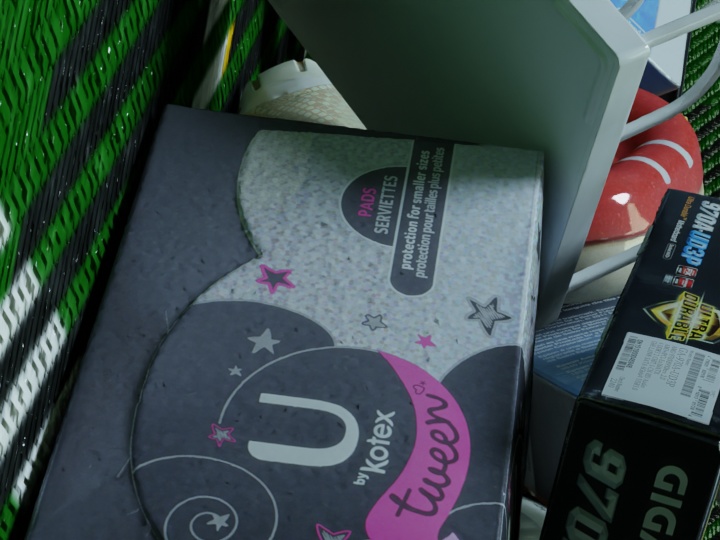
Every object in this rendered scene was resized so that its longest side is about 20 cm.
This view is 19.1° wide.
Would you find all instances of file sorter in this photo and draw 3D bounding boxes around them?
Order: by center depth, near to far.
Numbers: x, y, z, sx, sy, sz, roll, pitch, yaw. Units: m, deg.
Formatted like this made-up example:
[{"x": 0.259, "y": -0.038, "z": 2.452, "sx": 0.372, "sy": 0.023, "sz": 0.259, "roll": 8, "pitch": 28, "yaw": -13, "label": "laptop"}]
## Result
[{"x": 0.064, "y": -0.112, "z": 0.753, "sx": 0.200, "sy": 0.124, "sz": 0.139, "roll": 54, "pitch": -27, "yaw": 28, "label": "file sorter"}]

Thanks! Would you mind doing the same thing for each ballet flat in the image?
[{"x": -0.029, "y": -0.056, "z": 0.895, "sx": 0.200, "sy": 0.067, "sz": 0.063, "roll": 89, "pitch": -19, "yaw": -85, "label": "ballet flat"}]

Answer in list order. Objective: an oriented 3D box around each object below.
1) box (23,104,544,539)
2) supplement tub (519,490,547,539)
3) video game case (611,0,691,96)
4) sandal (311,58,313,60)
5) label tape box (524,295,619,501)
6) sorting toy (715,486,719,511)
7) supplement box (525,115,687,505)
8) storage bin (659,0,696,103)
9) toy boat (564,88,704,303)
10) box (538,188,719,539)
[{"x": -0.015, "y": 0.057, "z": 0.647, "sx": 0.200, "sy": 0.132, "sz": 0.115, "roll": -79, "pitch": 173, "yaw": -46, "label": "box"}, {"x": 0.035, "y": 0.143, "z": 0.898, "sx": 0.200, "sy": 0.122, "sz": 0.123, "roll": -149, "pitch": -116, "yaw": -72, "label": "supplement tub"}, {"x": 0.096, "y": -0.209, "z": 1.048, "sx": 0.200, "sy": 0.045, "sz": 0.182, "roll": 36, "pitch": 52, "yaw": -37, "label": "video game case"}, {"x": 0.013, "y": -0.175, "z": 1.068, "sx": 0.082, "sy": 0.050, "sz": 0.203, "roll": -24, "pitch": -127, "yaw": 63, "label": "sandal"}, {"x": 0.120, "y": 0.043, "z": 0.961, "sx": 0.200, "sy": 0.144, "sz": 0.064, "roll": -150, "pitch": -130, "yaw": -66, "label": "label tape box"}, {"x": 0.164, "y": 0.000, "z": 0.757, "sx": 0.200, "sy": 0.036, "sz": 0.185, "roll": -92, "pitch": -154, "yaw": -57, "label": "sorting toy"}, {"x": 0.058, "y": 0.024, "z": 1.122, "sx": 0.133, "sy": 0.199, "sz": 0.198, "roll": 87, "pitch": 11, "yaw": -67, "label": "supplement box"}, {"x": 0.087, "y": -0.158, "z": 1.213, "sx": 0.094, "sy": 0.199, "sz": 0.136, "roll": -78, "pitch": 173, "yaw": -63, "label": "storage bin"}, {"x": 0.083, "y": -0.063, "z": 0.976, "sx": 0.200, "sy": 0.130, "sz": 0.131, "roll": -31, "pitch": 118, "yaw": -68, "label": "toy boat"}, {"x": 0.084, "y": 0.094, "z": 0.687, "sx": 0.159, "sy": 0.046, "sz": 0.201, "roll": -54, "pitch": 157, "yaw": -61, "label": "box"}]
